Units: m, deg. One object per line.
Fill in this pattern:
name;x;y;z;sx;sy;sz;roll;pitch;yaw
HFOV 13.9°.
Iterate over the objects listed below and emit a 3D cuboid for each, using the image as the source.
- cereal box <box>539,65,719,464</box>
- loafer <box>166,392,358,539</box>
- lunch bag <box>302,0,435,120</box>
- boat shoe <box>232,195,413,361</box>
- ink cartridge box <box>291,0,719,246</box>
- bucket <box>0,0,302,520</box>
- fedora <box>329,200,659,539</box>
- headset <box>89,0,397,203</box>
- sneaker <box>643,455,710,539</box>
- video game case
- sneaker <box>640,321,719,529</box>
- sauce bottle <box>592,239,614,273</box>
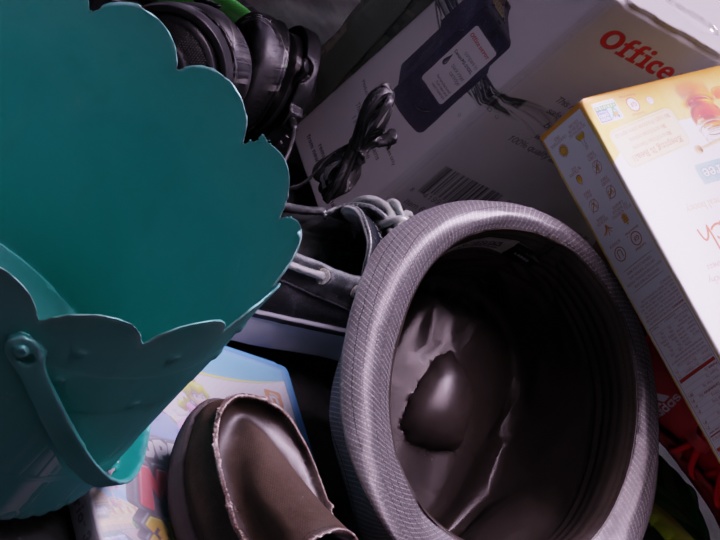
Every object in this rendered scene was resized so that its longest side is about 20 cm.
cereal box;0.186;0.001;1.381;0.144;0.040;0.200;-16;72;-43
loafer;-0.021;0.123;1.197;0.073;0.071;0.200;19;37;-38
lunch bag;0.070;-0.131;1.594;0.200;0.164;0.118;8;46;-47
boat shoe;-0.001;-0.002;1.412;0.199;0.068;0.074;12;33;-37
ink cartridge box;0.090;-0.080;1.501;0.145;0.200;0.084;23;36;-43
bucket;-0.139;-0.010;1.170;0.207;0.135;0.207;25;36;-20
fedora;0.046;0.068;1.339;0.177;0.090;0.200;20;65;-29
headset;-0.061;-0.108;1.467;0.123;0.094;0.200;5;36;-49
sneaker;0.116;0.105;1.456;0.084;0.074;0.200;36;23;-59
video game case;-0.066;0.102;1.260;0.143;0.018;0.200;20;37;-37
sneaker;0.170;0.094;1.394;0.116;0.078;0.200;32;13;-36
sauce bottle;0.144;0.007;1.503;0.065;0.065;0.200;50;-11;10
